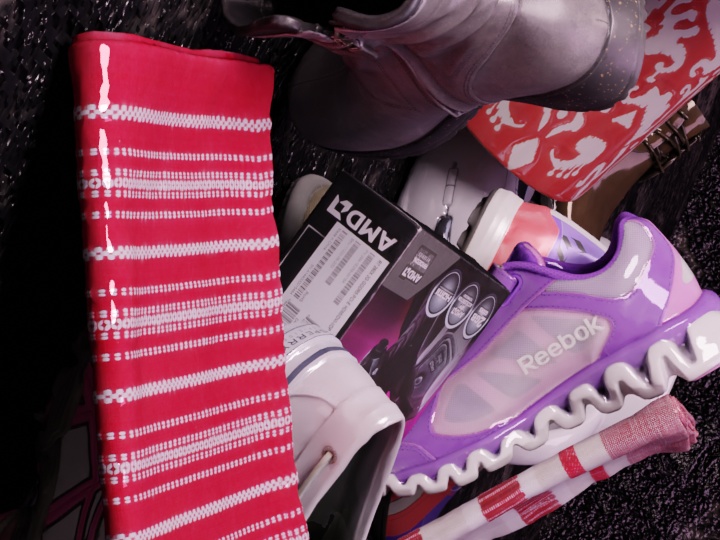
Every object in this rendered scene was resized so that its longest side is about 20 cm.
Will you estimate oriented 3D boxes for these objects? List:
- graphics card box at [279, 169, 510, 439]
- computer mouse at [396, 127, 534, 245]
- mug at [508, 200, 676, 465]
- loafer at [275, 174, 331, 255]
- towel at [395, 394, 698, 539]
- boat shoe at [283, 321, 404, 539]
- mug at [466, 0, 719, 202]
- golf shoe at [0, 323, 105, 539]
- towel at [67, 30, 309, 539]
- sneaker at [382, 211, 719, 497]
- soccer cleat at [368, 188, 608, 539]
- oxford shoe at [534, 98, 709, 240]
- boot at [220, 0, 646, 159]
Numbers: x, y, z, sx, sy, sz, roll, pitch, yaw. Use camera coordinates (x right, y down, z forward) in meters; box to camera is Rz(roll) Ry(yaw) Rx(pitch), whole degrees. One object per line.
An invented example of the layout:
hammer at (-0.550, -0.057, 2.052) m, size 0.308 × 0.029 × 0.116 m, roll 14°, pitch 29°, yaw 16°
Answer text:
graphics card box at (-0.027, 0.063, 0.886) m, size 0.201 × 0.051 × 0.125 m, roll -55°, pitch 154°, yaw 1°
computer mouse at (0.048, -0.025, 1.130) m, size 0.044 × 0.109 × 0.201 m, roll 70°, pitch 28°, yaw -43°
mug at (0.100, 0.051, 1.256) m, size 0.200 × 0.174 × 0.148 m, roll -49°, pitch 159°, yaw -53°
loafer at (0.000, 0.000, 0.983) m, size 0.076 × 0.069 × 0.200 m, roll -68°, pitch 168°, yaw 9°
towel at (0.069, 0.116, 0.978) m, size 0.199 × 0.023 × 0.144 m, roll -29°, pitch 169°, yaw 8°
boat shoe at (-0.034, 0.118, 0.811) m, size 0.073 × 0.067 × 0.201 m, roll -23°, pitch 139°, yaw -39°
mug at (0.154, -0.144, 1.105) m, size 0.200 × 0.134 × 0.177 m, roll -46°, pitch 168°, yaw 22°
golf shoe at (-0.081, 0.083, 0.746) m, size 0.073 × 0.092 × 0.201 m, roll 78°, pitch 36°, yaw -68°
towel at (-0.054, 0.023, 0.690) m, size 0.145 × 0.022 × 0.202 m, roll 0°, pitch 85°, yaw -71°
sneaker at (0.073, 0.036, 0.957) m, size 0.199 × 0.089 × 0.081 m, roll -26°, pitch -172°, yaw 6°
soccer cleat at (0.060, 0.061, 1.029) m, size 0.068 × 0.073 × 0.201 m, roll -44°, pitch 156°, yaw -71°
oxford shoe at (0.157, -0.081, 1.205) m, size 0.201 × 0.084 × 0.073 m, roll -69°, pitch 155°, yaw -15°
boot at (-0.001, -0.093, 0.778) m, size 0.131 × 0.199 × 0.070 m, roll 9°, pitch 77°, yaw -36°
